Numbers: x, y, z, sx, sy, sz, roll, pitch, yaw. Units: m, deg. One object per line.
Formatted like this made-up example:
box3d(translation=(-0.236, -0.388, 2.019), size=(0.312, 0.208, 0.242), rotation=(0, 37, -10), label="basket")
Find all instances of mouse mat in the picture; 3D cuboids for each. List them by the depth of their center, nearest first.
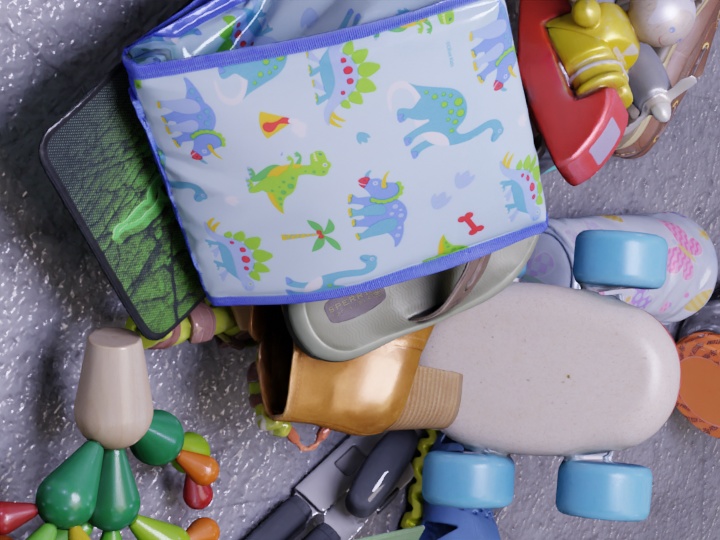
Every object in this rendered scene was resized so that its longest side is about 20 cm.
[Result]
box3d(translation=(-0.082, -0.075, 1.051), size=(0.200, 0.008, 0.161), rotation=(-47, 135, -24), label="mouse mat")

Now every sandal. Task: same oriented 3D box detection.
box3d(translation=(0.043, -0.006, 1.108), size=(0.201, 0.057, 0.080), rotation=(-33, 91, -34), label="sandal")
box3d(translation=(0.073, 0.188, 1.366), size=(0.079, 0.087, 0.200), rotation=(24, 85, -46), label="sandal")

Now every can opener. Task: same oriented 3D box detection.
box3d(translation=(-0.037, 0.172, 1.255), size=(0.200, 0.053, 0.067), rotation=(-41, 165, -29), label="can opener")

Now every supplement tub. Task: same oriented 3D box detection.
box3d(translation=(0.355, 0.052, 1.586), size=(0.200, 0.122, 0.123), rotation=(-35, 127, -34), label="supplement tub")

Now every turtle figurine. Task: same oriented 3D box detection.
box3d(translation=(-0.076, 0.009, 1.161), size=(0.161, 0.064, 0.200), rotation=(12, 77, -45), label="turtle figurine")

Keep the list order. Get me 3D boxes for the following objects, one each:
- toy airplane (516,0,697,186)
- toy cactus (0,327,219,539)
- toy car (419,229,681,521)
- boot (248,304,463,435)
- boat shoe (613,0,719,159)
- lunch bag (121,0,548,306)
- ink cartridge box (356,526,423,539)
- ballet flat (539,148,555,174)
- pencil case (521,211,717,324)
box3d(translation=(0.155, -0.174, 1.246), size=(0.200, 0.141, 0.199), rotation=(-42, 122, -62), label="toy airplane")
box3d(translation=(-0.150, 0.112, 1.095), size=(0.200, 0.102, 0.165), rotation=(-21, 122, -49), label="toy cactus")
box3d(translation=(0.135, 0.070, 1.280), size=(0.200, 0.177, 0.185), rotation=(16, 77, -76), label="toy car")
box3d(translation=(0.000, 0.001, 1.147), size=(0.144, 0.071, 0.201), rotation=(12, 72, -38), label="boot")
box3d(translation=(0.232, -0.178, 1.418), size=(0.068, 0.072, 0.200), rotation=(25, 91, -53), label="boat shoe")
box3d(translation=(-0.015, -0.080, 1.026), size=(0.200, 0.127, 0.170), rotation=(-21, 125, -6), label="lunch bag")
box3d(translation=(-0.012, 0.274, 1.267), size=(0.104, 0.059, 0.200), rotation=(-2, 126, -48), label="ink cartridge box")
box3d(translation=(0.102, -0.085, 1.315), size=(0.200, 0.073, 0.073), rotation=(-33, 125, -34), label="ballet flat")
box3d(translation=(0.189, 0.002, 1.420), size=(0.200, 0.083, 0.091), rotation=(-6, 84, -47), label="pencil case")
